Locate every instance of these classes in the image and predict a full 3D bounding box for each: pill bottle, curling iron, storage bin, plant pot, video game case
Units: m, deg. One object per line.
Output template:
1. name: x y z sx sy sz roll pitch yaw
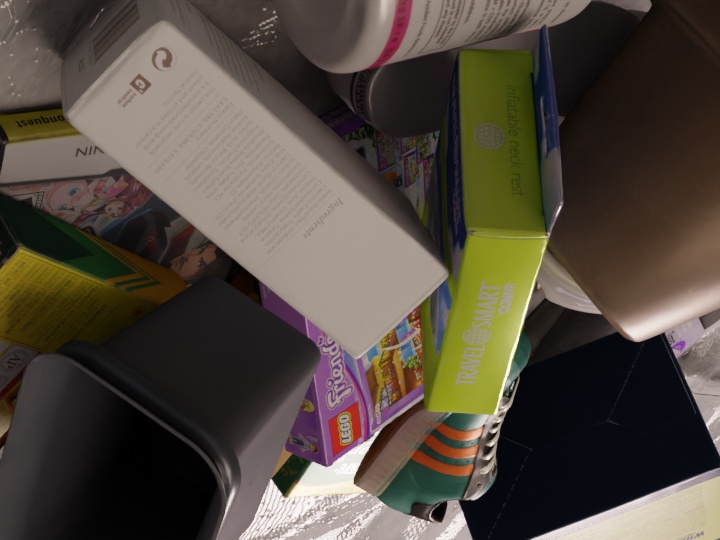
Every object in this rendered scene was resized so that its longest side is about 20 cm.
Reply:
1. pill bottle: 0.059 -0.176 0.838 0.200 0.113 0.114 -17 142 -29
2. curling iron: 0.120 0.061 1.229 0.200 0.026 0.050 -52 170 -16
3. storage bin: -0.113 0.100 0.871 0.134 0.145 0.200 -42 161 -49
4. plant pot: 0.185 -0.057 0.895 0.175 0.200 0.200 -38 148 10
5. video game case: -0.144 -0.014 0.922 0.180 0.026 0.200 -12 139 -35

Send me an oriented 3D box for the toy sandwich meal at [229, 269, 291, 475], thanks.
1. toy sandwich meal: -0.065 0.071 1.057 0.205 0.070 0.205 -54 170 -13

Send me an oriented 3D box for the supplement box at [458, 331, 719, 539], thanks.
1. supplement box: 0.182 0.167 1.302 0.200 0.135 0.200 -21 152 4

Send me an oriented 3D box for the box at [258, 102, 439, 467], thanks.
1. box: 0.000 0.000 0.968 0.137 0.039 0.200 -31 125 -40

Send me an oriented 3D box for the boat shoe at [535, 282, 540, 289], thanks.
1. boat shoe: 0.117 -0.024 1.069 0.200 0.065 0.071 -43 145 3

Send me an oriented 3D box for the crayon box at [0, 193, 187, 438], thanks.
1. crayon box: -0.173 0.042 0.893 0.127 0.051 0.200 -44 147 11

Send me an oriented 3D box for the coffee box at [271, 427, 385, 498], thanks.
1. coffee box: 0.024 0.086 1.188 0.123 0.044 0.200 6 127 -48

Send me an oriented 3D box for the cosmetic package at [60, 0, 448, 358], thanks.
1. cosmetic package: -0.054 -0.053 0.813 0.074 0.102 0.200 -43 114 10

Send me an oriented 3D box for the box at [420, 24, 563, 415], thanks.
1. box: 0.065 -0.023 0.859 0.048 0.122 0.200 2 145 -4

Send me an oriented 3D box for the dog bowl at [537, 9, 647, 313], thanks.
1. dog bowl: 0.171 -0.067 1.014 0.200 0.200 0.059 -37 -170 -2

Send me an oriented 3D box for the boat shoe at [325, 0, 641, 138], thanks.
1. boat shoe: 0.075 -0.121 0.931 0.200 0.066 0.072 -17 121 -25

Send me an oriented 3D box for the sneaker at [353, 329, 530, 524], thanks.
1. sneaker: 0.074 0.108 1.114 0.200 0.080 0.071 -52 -171 44

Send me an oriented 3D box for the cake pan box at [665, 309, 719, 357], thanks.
1. cake pan box: 0.275 -0.023 1.281 0.184 0.052 0.200 -41 150 -1
